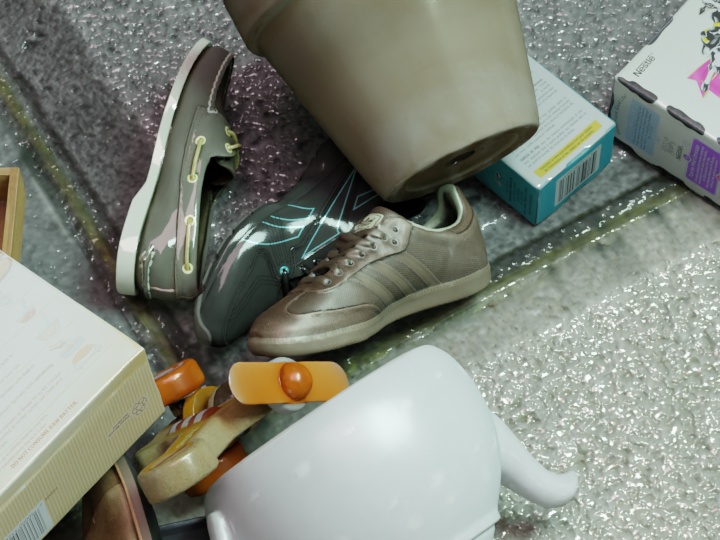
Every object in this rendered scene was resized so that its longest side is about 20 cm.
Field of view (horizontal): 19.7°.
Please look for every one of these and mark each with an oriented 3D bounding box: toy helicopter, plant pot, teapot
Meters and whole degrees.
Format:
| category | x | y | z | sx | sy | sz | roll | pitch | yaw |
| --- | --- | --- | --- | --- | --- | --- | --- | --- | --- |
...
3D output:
| category | x | y | z | sx | sy | sz | roll | pitch | yaw |
| --- | --- | --- | --- | --- | --- | --- | --- | --- | --- |
| toy helicopter | -0.082 | 0.096 | 1.257 | 0.132 | 0.200 | 0.079 | -26 | 96 | 14 |
| plant pot | 0.031 | -0.147 | 1.388 | 0.199 | 0.200 | 0.174 | -23 | 82 | -13 |
| teapot | 0.010 | 0.151 | 1.250 | 0.200 | 0.197 | 0.146 | -35 | 83 | 15 |

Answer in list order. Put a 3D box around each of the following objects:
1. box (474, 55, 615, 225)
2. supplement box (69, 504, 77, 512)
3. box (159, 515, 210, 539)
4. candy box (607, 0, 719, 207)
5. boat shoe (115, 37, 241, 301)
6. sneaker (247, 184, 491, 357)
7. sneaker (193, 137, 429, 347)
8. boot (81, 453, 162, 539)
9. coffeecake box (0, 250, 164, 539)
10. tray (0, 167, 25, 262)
| category | x | y | z | sx | sy | sz | roll | pitch | yaw |
| --- | --- | --- | --- | --- | --- | --- | --- | --- | --- |
| box | 0.082 | -0.126 | 1.492 | 0.082 | 0.049 | 0.200 | -39 | 64 | -21 |
| supplement box | -0.292 | 0.110 | 1.333 | 0.199 | 0.074 | 0.127 | -14 | 57 | -8 |
| box | -0.166 | 0.246 | 1.260 | 0.199 | 0.046 | 0.160 | -11 | 57 | -6 |
| candy box | 0.302 | -0.118 | 1.469 | 0.200 | 0.072 | 0.168 | 34 | 64 | 20 |
| boat shoe | -0.116 | -0.069 | 1.449 | 0.060 | 0.072 | 0.203 | 12 | 64 | 7 |
| sneaker | 0.000 | 0.000 | 1.366 | 0.199 | 0.076 | 0.070 | -20 | 12 | -39 |
| sneaker | -0.034 | -0.016 | 1.410 | 0.079 | 0.076 | 0.200 | 34 | 64 | 18 |
| boot | -0.153 | 0.168 | 1.246 | 0.075 | 0.074 | 0.201 | -23 | 60 | -2 |
| coffeecake box | -0.243 | 0.067 | 1.221 | 0.200 | 0.073 | 0.154 | 32 | 64 | 25 |
| tray | -0.271 | 0.024 | 1.326 | 0.098 | 0.037 | 0.201 | -2 | 53 | 1 |
